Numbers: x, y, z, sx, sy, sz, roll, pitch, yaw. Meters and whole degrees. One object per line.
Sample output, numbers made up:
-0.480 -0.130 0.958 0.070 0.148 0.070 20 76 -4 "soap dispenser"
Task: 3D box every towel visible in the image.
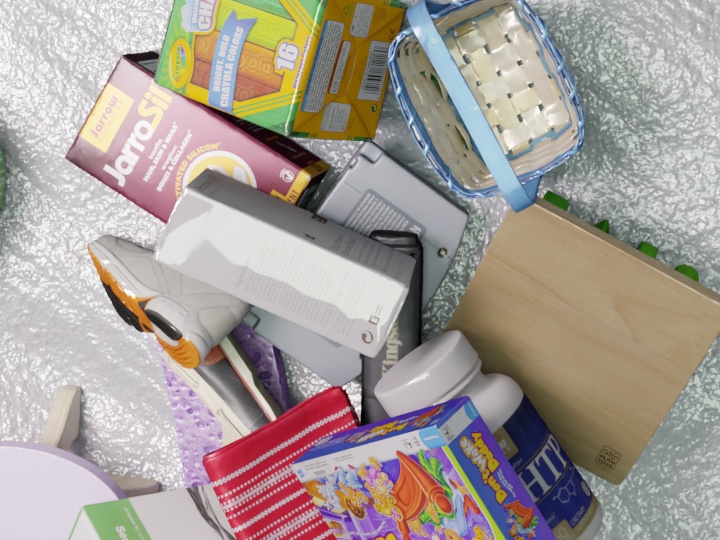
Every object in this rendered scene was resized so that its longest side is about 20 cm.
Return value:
-0.035 0.216 1.288 0.144 0.022 0.201 -26 94 -18 "towel"

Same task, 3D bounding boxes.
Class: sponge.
-0.123 0.113 1.387 0.111 0.030 0.201 -10 98 11 "sponge"

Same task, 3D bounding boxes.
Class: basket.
0.103 -0.139 1.215 0.139 0.200 0.177 -26 93 13 "basket"

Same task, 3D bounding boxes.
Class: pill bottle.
0.103 0.157 1.256 0.119 0.120 0.200 -33 99 14 "pill bottle"

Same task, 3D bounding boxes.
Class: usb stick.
0.027 0.065 1.311 0.055 0.033 0.201 5 105 16 "usb stick"

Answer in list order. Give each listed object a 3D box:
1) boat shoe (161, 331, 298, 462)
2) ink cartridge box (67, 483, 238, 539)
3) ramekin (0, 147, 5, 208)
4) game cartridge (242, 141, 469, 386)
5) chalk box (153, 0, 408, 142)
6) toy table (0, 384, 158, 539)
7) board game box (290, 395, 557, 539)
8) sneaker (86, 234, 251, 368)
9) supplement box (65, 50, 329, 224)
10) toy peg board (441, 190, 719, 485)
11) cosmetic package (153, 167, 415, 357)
-0.101 0.137 1.334 0.062 0.071 0.200 -33 89 1 "boat shoe"
-0.164 0.268 1.317 0.084 0.199 0.146 52 130 35 "ink cartridge box"
-0.425 -0.086 1.371 0.199 0.098 0.201 2 100 10 "ramekin"
0.000 0.000 1.330 0.133 0.040 0.200 36 101 -7 "game cartridge"
-0.084 -0.196 1.262 0.199 0.124 0.125 22 104 32 "chalk box"
-0.295 0.208 1.390 0.199 0.117 0.185 18 102 6 "toy table"
0.046 0.185 1.199 0.200 0.045 0.135 -24 100 51 "board game box"
-0.167 0.013 1.334 0.092 0.200 0.076 -35 134 -21 "sneaker"
-0.143 -0.096 1.326 0.199 0.086 0.111 32 104 3 "supplement box"
0.190 0.045 1.302 0.199 0.098 0.200 29 119 5 "toy peg board"
-0.060 -0.009 1.235 0.199 0.102 0.074 25 104 -1 "cosmetic package"
